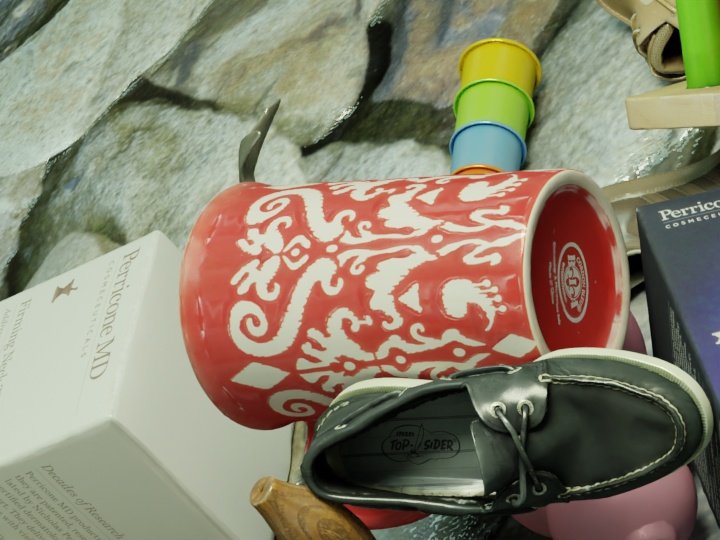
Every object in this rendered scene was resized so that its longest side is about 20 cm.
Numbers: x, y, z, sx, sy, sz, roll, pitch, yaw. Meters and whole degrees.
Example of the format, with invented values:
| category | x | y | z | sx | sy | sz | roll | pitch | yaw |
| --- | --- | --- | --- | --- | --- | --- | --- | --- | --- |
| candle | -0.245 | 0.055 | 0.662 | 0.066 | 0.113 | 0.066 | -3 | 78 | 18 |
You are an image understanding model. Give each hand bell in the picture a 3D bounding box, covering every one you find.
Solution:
| category | x | y | z | sx | sy | sz | roll | pitch | yaw |
| --- | --- | --- | --- | --- | --- | --- | --- | --- | --- |
| hand bell | 0.023 | 0.155 | 0.966 | 0.104 | 0.200 | 0.104 | -33 | 36 | 28 |

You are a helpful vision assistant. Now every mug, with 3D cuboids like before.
| category | x | y | z | sx | sy | sz | roll | pitch | yaw |
| --- | --- | --- | --- | --- | --- | --- | --- | --- | --- |
| mug | 0.033 | 0.029 | 1.005 | 0.199 | 0.178 | 0.134 | -6 | 29 | 35 |

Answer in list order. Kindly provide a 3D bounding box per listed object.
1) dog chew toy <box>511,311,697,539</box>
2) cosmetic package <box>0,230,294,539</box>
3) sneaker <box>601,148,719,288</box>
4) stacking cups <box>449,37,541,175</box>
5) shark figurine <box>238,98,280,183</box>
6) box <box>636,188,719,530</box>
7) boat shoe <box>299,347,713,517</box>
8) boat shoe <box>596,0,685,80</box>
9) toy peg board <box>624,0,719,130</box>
| category | x | y | z | sx | sy | sz | roll | pitch | yaw |
| --- | --- | --- | --- | --- | --- | --- | --- | --- | --- |
| dog chew toy | 0.113 | 0.085 | 1.046 | 0.124 | 0.125 | 0.200 | -38 | 39 | 7 |
| cosmetic package | -0.170 | 0.113 | 1.274 | 0.199 | 0.166 | 0.168 | -23 | 37 | 27 |
| sneaker | 0.214 | -0.027 | 1.131 | 0.199 | 0.070 | 0.076 | -22 | 56 | 35 |
| stacking cups | 0.079 | -0.067 | 1.317 | 0.060 | 0.061 | 0.201 | -18 | 41 | 33 |
| shark figurine | -0.018 | -0.003 | 1.310 | 0.089 | 0.214 | 0.128 | -23 | -28 | -52 |
| box | 0.226 | 0.047 | 0.931 | 0.147 | 0.105 | 0.200 | -13 | 36 | 0 |
| boat shoe | 0.059 | 0.079 | 0.894 | 0.198 | 0.075 | 0.066 | 0 | 18 | 30 |
| boat shoe | 0.205 | -0.162 | 1.276 | 0.065 | 0.071 | 0.200 | -46 | 33 | -7 |
| toy peg board | 0.274 | -0.145 | 1.059 | 0.199 | 0.098 | 0.199 | -18 | 13 | -39 |
